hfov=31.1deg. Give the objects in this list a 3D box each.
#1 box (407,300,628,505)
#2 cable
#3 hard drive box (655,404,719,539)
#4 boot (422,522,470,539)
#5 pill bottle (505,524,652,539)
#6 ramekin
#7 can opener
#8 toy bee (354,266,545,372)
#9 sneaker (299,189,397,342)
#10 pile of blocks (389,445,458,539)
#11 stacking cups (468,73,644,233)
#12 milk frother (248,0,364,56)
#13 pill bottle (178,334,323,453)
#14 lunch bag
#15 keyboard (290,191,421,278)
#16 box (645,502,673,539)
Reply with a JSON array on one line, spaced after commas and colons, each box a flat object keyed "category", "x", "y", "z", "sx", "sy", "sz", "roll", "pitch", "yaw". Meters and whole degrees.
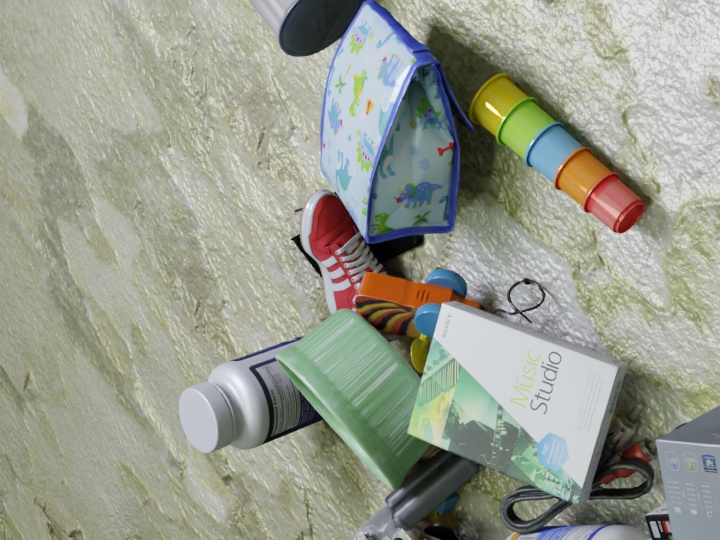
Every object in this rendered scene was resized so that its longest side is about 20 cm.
[{"category": "box", "x": 0.154, "y": 0.130, "z": 1.299, "sx": 0.199, "sy": 0.036, "sz": 0.146, "roll": 19, "pitch": 100, "yaw": 28}, {"category": "cable", "x": 0.230, "y": 0.215, "z": 1.324, "sx": 0.097, "sy": 0.050, "sz": 0.200, "roll": 46, "pitch": 126, "yaw": 11}, {"category": "hard drive box", "x": 0.345, "y": 0.220, "z": 1.121, "sx": 0.076, "sy": 0.155, "sz": 0.202, "roll": -4, "pitch": 100, "yaw": 50}, {"category": "boot", "x": 0.142, "y": 0.393, "z": 1.473, "sx": 0.199, "sy": 0.072, "sz": 0.168, "roll": 25, "pitch": 134, "yaw": 52}, {"category": "pill bottle", "x": 0.240, "y": 0.315, "z": 1.315, "sx": 0.199, "sy": 0.111, "sz": 0.113, "roll": -14, "pitch": 92, "yaw": 51}, {"category": "ramekin", "x": 0.006, "y": 0.137, "z": 1.442, "sx": 0.200, "sy": 0.098, "sz": 0.200, "roll": 47, "pitch": 172, "yaw": 9}, {"category": "can opener", "x": 0.062, "y": 0.283, "z": 1.501, "sx": 0.200, "sy": 0.067, "sz": 0.053, "roll": -42, "pitch": 31, "yaw": 8}, {"category": "toy bee", "x": 0.094, "y": 0.062, "z": 1.403, "sx": 0.199, "sy": 0.131, "sz": 0.109, "roll": 23, "pitch": 145, "yaw": 31}, {"category": "sneaker", "x": 0.000, "y": 0.000, "z": 1.488, "sx": 0.112, "sy": 0.071, "sz": 0.201, "roll": 30, "pitch": 151, "yaw": 39}, {"category": "pile of blocks", "x": 0.064, "y": 0.239, "z": 1.535, "sx": 0.082, "sy": 0.062, "sz": 0.202, "roll": -24, "pitch": 85, "yaw": 51}, {"category": "stacking cups", "x": 0.194, "y": -0.115, "z": 1.261, "sx": 0.200, "sy": 0.060, "sz": 0.061, "roll": 42, "pitch": 132, "yaw": 28}, {"category": "milk frother", "x": -0.128, "y": -0.340, "z": 1.429, "sx": 0.189, "sy": 0.199, "sz": 0.181, "roll": 53, "pitch": 167, "yaw": 23}, {"category": "pill bottle", "x": -0.123, "y": 0.158, "z": 1.618, "sx": 0.111, "sy": 0.199, "sz": 0.112, "roll": 21, "pitch": 118, "yaw": 44}, {"category": "lunch bag", "x": 0.034, "y": -0.159, "z": 1.349, "sx": 0.170, "sy": 0.126, "sz": 0.202, "roll": -125, "pitch": 30, "yaw": -52}, {"category": "keyboard", "x": -0.006, "y": -0.054, "z": 1.547, "sx": 0.199, "sy": 0.040, "sz": 0.104, "roll": -22, "pitch": 109, "yaw": 50}, {"category": "box", "x": 0.335, "y": 0.302, "z": 1.199, "sx": 0.035, "sy": 0.109, "sz": 0.202, "roll": -16, "pitch": 91, "yaw": 50}]
